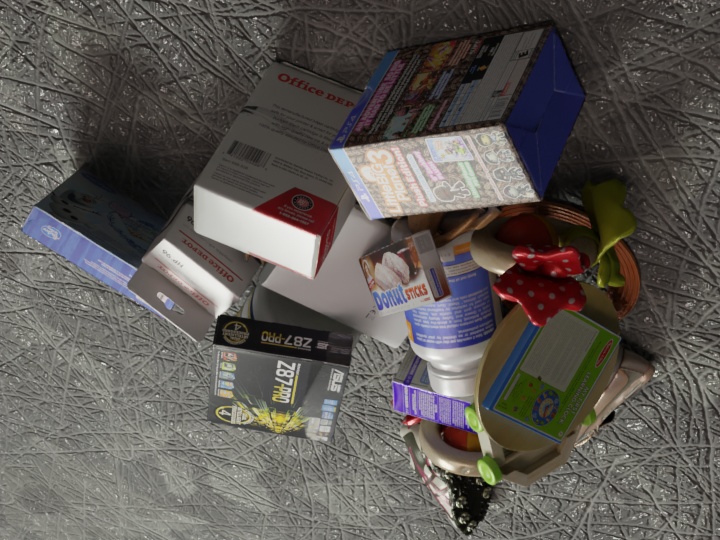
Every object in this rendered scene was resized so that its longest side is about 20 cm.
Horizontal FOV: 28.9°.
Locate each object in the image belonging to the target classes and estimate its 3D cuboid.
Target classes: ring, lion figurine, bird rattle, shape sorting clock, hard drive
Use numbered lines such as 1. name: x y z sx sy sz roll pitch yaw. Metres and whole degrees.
1. ring: 0.218 0.001 1.583 0.199 0.019 0.201 17 141 14
2. lion figurine: 0.072 -0.074 1.480 0.122 0.200 0.072 -42 114 15
3. bird rattle: 0.188 -0.013 1.434 0.162 0.200 0.113 15 124 40
4. shape sorting clock: 0.203 0.104 1.520 0.039 0.200 0.201 34 159 53
5. bird rattle: 0.134 0.189 1.744 0.199 0.163 0.113 15 123 3
6. hard drive: 0.000 0.000 1.606 0.199 0.026 0.132 27 110 -30

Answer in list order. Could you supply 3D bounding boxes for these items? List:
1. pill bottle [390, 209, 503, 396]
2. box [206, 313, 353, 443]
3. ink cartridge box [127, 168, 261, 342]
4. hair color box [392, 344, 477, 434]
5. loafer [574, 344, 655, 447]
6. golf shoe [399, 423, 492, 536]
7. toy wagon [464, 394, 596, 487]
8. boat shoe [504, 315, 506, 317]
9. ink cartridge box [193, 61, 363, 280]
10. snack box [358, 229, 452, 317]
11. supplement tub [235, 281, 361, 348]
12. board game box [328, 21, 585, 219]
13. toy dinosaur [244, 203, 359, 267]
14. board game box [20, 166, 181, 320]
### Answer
1. pill bottle: 0.103 0.035 1.570 0.111 0.112 0.201 2 114 29
2. box: -0.099 0.131 1.663 0.160 0.049 0.200 9 146 -4
3. ink cartridge box: -0.174 -0.029 1.642 0.116 0.201 0.068 38 141 -13
4. hair color box: 0.149 0.140 1.706 0.199 0.110 0.065 15 138 16
5. loafer: 0.288 0.164 1.685 0.062 0.072 0.200 21 139 -2
6. golf shoe: 0.120 0.281 1.929 0.088 0.077 0.201 20 143 44
7. toy wagon: 0.186 0.142 1.569 0.039 0.155 0.201 22 133 56
8. boat shoe: 0.155 0.091 1.675 0.199 0.073 0.063 25 128 21
9. ink cartridge box: -0.071 -0.110 1.492 0.143 0.201 0.084 22 145 8
10. snack box: 0.046 0.006 1.486 0.072 0.024 0.200 69 163 1
11. supplement tub: -0.097 0.093 1.777 0.144 0.145 0.200 33 142 -6
12. board game box: 0.097 -0.145 1.379 0.199 0.160 0.097 -4 132 36
13. toy dinosaur: -0.071 -0.036 1.623 0.200 0.136 0.086 43 140 -18
14. board game box: -0.296 -0.037 1.722 0.199 0.199 0.044 33 108 -5
